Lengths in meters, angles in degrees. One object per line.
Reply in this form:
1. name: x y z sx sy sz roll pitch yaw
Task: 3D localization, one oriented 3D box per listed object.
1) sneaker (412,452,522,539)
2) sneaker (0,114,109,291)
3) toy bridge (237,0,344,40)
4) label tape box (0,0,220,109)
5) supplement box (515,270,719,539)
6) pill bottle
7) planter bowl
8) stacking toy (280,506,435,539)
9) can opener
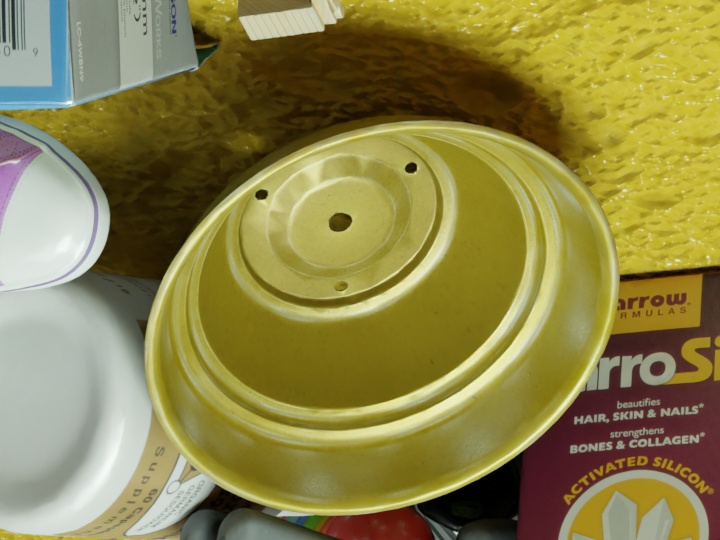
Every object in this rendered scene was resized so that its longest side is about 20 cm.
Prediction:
1. sneaker: 0.046 0.095 1.403 0.071 0.083 0.200 3 150 6
2. sneaker: -0.205 -0.036 1.151 0.200 0.073 0.114 17 -172 10
3. toy bridge: -0.039 -0.150 1.057 0.067 0.027 0.200 -6 148 17
4. label tape box: -0.146 -0.099 1.101 0.143 0.066 0.200 0 -170 12
5. supplement box: 0.132 0.107 1.290 0.110 0.200 0.086 -6 146 19
6. pill bottle: -0.083 0.062 1.296 0.114 0.114 0.200 -18 164 34
7. planter bowl: 0.000 0.000 1.217 0.200 0.083 0.201 -9 128 -12
8. stacking toy: 0.002 0.140 1.422 0.085 0.085 0.200 10 171 -7
9. can opener: 0.012 0.128 1.292 0.200 0.067 0.053 23 162 -36
